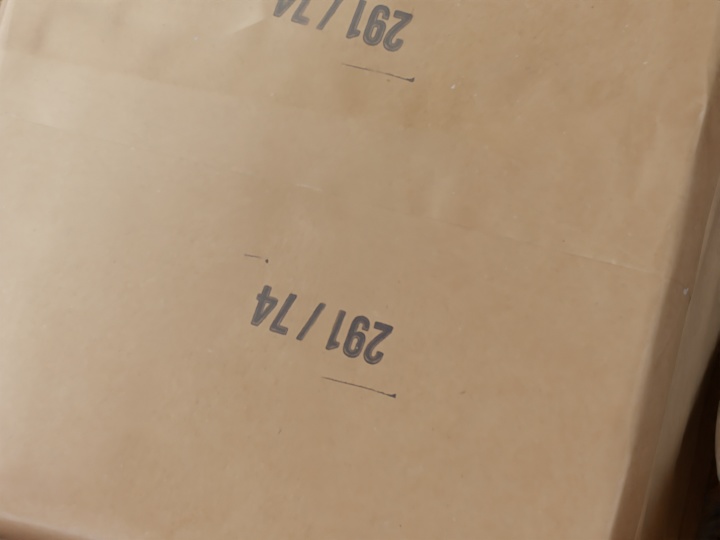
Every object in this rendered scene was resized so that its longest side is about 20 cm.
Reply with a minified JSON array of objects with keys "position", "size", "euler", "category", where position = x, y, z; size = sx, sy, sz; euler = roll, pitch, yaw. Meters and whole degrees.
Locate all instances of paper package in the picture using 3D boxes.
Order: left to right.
[{"position":[0.000,0.000,0.748],"size":[0.199,0.103,0.191],"euler":[11,79,19],"category":"paper package"}]

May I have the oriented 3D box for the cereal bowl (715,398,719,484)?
[{"position":[0.188,0.025,0.677],"size":[0.200,0.083,0.200],"euler":[-33,27,19],"category":"cereal bowl"}]
